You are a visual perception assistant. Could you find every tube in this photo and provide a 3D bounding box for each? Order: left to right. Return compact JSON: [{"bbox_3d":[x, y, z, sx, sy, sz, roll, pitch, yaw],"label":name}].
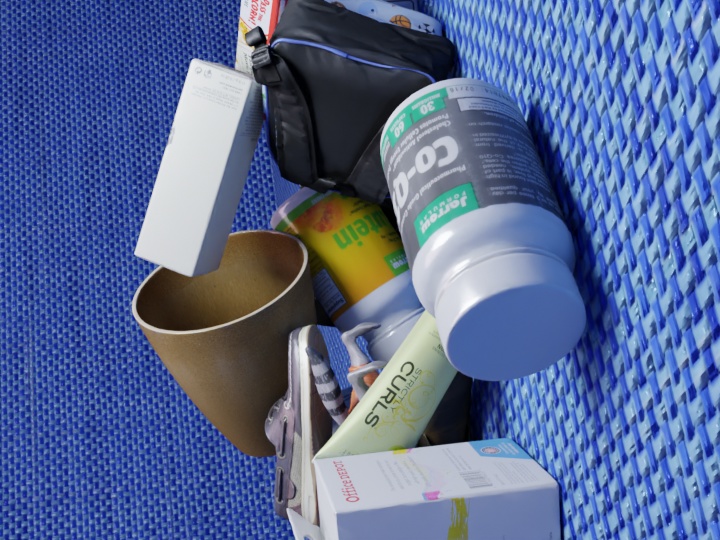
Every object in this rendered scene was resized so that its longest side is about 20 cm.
[{"bbox_3d":[0.043,0.103,1.003,0.201,0.058,0.052,-55,-27,-14],"label":"tube"}]

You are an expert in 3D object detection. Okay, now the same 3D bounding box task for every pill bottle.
[{"bbox_3d":[0.000,0.000,1.251,0.201,0.111,0.111,57,167,7],"label":"pill bottle"},{"bbox_3d":[0.084,-0.031,0.810,0.114,0.112,0.201,93,168,-46],"label":"pill bottle"}]

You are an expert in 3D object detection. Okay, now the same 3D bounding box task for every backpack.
[{"bbox_3d":[-0.008,-0.164,1.124,0.191,0.199,0.155,105,-174,-47],"label":"backpack"}]

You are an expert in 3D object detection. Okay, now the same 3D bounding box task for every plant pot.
[{"bbox_3d":[-0.116,0.090,1.225,0.187,0.185,0.201,-110,1,-60],"label":"plant pot"}]

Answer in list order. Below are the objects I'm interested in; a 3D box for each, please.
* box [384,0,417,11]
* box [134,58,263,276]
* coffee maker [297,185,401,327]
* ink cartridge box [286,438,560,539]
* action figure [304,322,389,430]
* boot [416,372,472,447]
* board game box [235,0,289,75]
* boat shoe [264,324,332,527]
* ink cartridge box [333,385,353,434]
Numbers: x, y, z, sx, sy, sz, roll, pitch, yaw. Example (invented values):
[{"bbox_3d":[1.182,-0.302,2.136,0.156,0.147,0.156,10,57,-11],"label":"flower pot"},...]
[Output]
[{"bbox_3d":[0.031,-0.184,1.270,0.117,0.060,0.202,-175,79,-82],"label":"box"},{"bbox_3d":[-0.152,-0.100,1.145,0.082,0.068,0.201,-20,-50,-77],"label":"box"},{"bbox_3d":[-0.011,-0.017,1.420,0.200,0.191,0.136,129,158,-66],"label":"coffee maker"},{"bbox_3d":[0.046,0.219,0.926,0.129,0.198,0.126,-137,42,-78],"label":"ink cartridge box"},{"bbox_3d":[-0.006,0.152,1.121,0.200,0.104,0.195,-136,44,-67],"label":"action figure"},{"bbox_3d":[0.092,0.163,1.111,0.097,0.074,0.200,60,161,28],"label":"boot"},{"bbox_3d":[-0.060,-0.265,1.178,0.046,0.152,0.200,35,147,15],"label":"board game box"},{"bbox_3d":[-0.062,0.153,1.142,0.072,0.064,0.202,-32,-60,-70],"label":"boat shoe"},{"bbox_3d":[0.034,0.238,1.245,0.146,0.082,0.201,49,-161,-43],"label":"ink cartridge box"}]
